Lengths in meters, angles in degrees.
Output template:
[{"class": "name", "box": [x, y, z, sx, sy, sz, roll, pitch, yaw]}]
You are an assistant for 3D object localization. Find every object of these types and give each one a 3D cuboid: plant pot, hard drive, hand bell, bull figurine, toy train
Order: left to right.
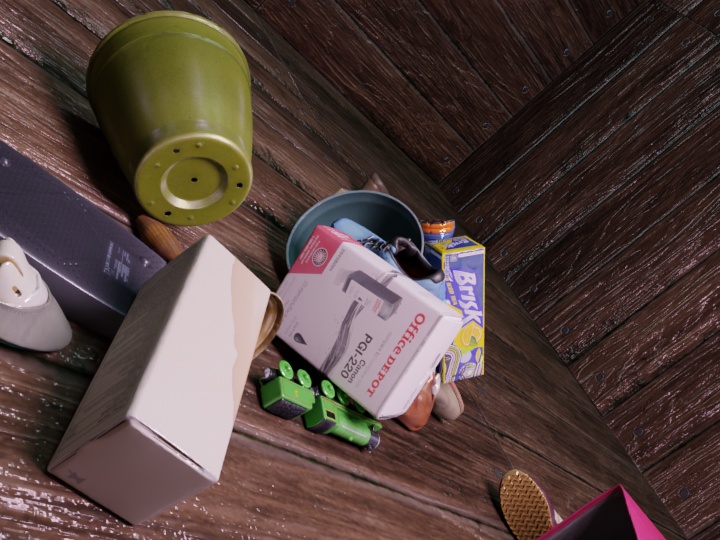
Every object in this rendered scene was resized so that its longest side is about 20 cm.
[{"class": "hard drive", "box": [-0.258, -0.022, 0.611, 0.200, 0.042, 0.135, 41, 16, -31]}, {"class": "plant pot", "box": [-0.208, -0.160, 0.822, 0.200, 0.200, 0.193, 34, 25, -45]}, {"class": "hand bell", "box": [-0.180, 0.004, 0.738, 0.200, 0.104, 0.104, 42, 10, 28]}, {"class": "toy train", "box": [-0.039, 0.158, 0.803, 0.200, 0.042, 0.057, 35, 30, -43]}, {"class": "plant pot", "box": [0.000, 0.000, 1.067, 0.201, 0.200, 0.134, 59, -9, 33]}, {"class": "bull figurine", "box": [0.041, 0.139, 0.978, 0.065, 0.122, 0.200, 2, -36, 44]}]

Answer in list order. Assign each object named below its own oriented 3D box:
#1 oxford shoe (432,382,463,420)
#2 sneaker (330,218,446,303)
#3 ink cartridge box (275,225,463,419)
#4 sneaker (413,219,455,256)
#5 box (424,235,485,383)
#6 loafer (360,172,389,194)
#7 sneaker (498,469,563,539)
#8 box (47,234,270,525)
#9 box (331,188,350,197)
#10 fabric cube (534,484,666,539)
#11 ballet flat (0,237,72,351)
[{"class": "oxford shoe", "box": [0.084, 0.177, 1.094, 0.200, 0.071, 0.074, 45, 41, -19]}, {"class": "sneaker", "box": [0.040, -0.020, 0.928, 0.200, 0.090, 0.078, 35, 48, 27]}, {"class": "ink cartridge box", "box": [0.000, 0.060, 0.848, 0.200, 0.146, 0.085, 35, 8, 22]}, {"class": "sneaker", "box": [0.099, -0.036, 1.125, 0.200, 0.075, 0.079, 166, -77, -85]}, {"class": "box", "box": [0.136, 0.056, 1.025, 0.064, 0.070, 0.201, -137, -140, -64]}, {"class": "loafer", "box": [0.051, -0.179, 1.863, 0.200, 0.067, 0.076, 56, 8, -51]}, {"class": "sneaker", "box": [0.278, 0.395, 1.076, 0.200, 0.075, 0.090, 60, 9, 17]}, {"class": "box", "box": [-0.141, 0.074, 0.534, 0.078, 0.095, 0.200, 45, 29, -25]}, {"class": "box", "box": [0.016, -0.023, 1.254, 0.200, 0.122, 0.193, 52, 16, 12]}, {"class": "fabric cube", "box": [0.302, 0.415, 0.831, 0.200, 0.196, 0.200, 50, 14, 6]}, {"class": "ballet flat", "box": [-0.273, -0.005, 0.485, 0.200, 0.064, 0.067, 37, 19, -39]}]
